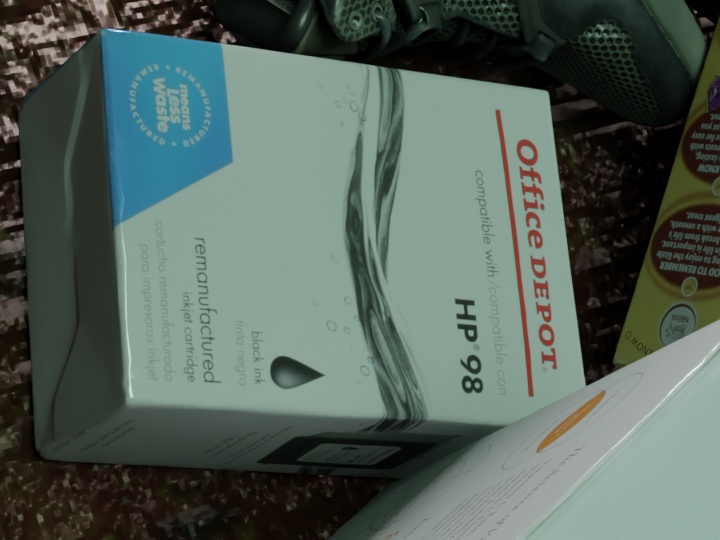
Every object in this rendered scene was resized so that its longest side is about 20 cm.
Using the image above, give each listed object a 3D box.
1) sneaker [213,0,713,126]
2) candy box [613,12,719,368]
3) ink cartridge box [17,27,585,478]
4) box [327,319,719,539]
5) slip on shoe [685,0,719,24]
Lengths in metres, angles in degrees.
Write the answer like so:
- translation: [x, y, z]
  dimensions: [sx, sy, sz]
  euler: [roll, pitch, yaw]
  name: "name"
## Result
- translation: [0.024, -0.088, 0.835]
  dimensions: [0.199, 0.076, 0.115]
  euler: [37, 70, -24]
  name: "sneaker"
- translation: [0.168, -0.042, 0.863]
  dimensions: [0.116, 0.056, 0.201]
  euler: [24, 79, -37]
  name: "candy box"
- translation: [0.000, 0.000, 0.787]
  dimensions: [0.199, 0.067, 0.117]
  euler: [5, 69, -30]
  name: "ink cartridge box"
- translation: [0.039, 0.117, 0.685]
  dimensions: [0.152, 0.200, 0.107]
  euler: [-38, 94, -35]
  name: "box"
- translation: [0.123, -0.122, 0.912]
  dimensions: [0.199, 0.061, 0.075]
  euler: [20, 68, -28]
  name: "slip on shoe"
